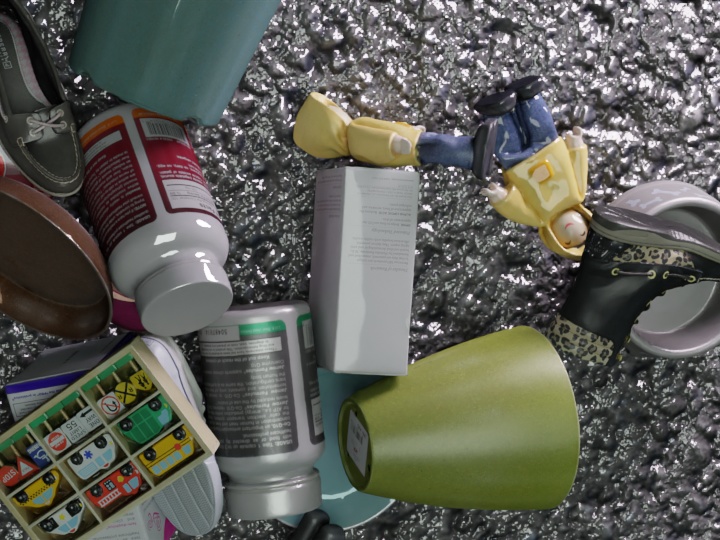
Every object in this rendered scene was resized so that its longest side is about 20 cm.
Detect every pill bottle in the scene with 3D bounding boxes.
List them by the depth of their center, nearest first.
[{"bbox_3d":[-0.187,-0.046,1.270,0.112,0.113,0.201,-16,61,-13],"label":"pill bottle"},{"bbox_3d":[-0.094,0.134,1.356,0.113,0.113,0.201,-6,92,-15],"label":"pill bottle"}]

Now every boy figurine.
[{"bbox_3d":[0.034,-0.133,1.374,0.199,0.124,0.065,11,104,13],"label":"boy figurine"},{"bbox_3d":[0.185,-0.094,1.440,0.124,0.064,0.201,-27,104,-13],"label":"boy figurine"}]

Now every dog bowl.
[{"bbox_3d":[0.340,0.004,1.513,0.199,0.059,0.201,-3,101,-15],"label":"dog bowl"}]

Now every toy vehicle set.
[{"bbox_3d":[-0.241,0.163,1.261,0.200,0.027,0.124,-35,98,16],"label":"toy vehicle set"}]

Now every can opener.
[{"bbox_3d":[-0.068,0.344,1.456,0.067,0.053,0.201,15,107,-51],"label":"can opener"}]

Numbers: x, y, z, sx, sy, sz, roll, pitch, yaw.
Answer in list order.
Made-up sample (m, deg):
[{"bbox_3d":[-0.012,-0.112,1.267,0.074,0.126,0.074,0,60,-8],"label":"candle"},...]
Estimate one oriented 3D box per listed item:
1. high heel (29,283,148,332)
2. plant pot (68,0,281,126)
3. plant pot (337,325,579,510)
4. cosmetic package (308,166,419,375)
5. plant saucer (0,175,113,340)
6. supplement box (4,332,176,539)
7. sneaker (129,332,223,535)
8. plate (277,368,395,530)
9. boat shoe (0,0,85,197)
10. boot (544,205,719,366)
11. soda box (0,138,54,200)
[{"bbox_3d":[-0.229,0.004,1.313,0.199,0.067,0.097,-1,110,7],"label":"high heel"},{"bbox_3d":[-0.163,-0.248,1.261,0.199,0.200,0.197,20,102,-19],"label":"plant pot"},{"bbox_3d":[0.085,0.158,1.388,0.199,0.187,0.188,-5,102,-21],"label":"plant pot"},{"bbox_3d":[0.000,0.000,1.373,0.081,0.113,0.201,2,93,-17],"label":"cosmetic package"},{"bbox_3d":[-0.300,-0.017,1.240,0.200,0.200,0.035,44,52,-18],"label":"plant saucer"},{"bbox_3d":[-0.251,0.176,1.334,0.103,0.101,0.201,-11,103,12],"label":"supplement box"},{"bbox_3d":[-0.168,0.150,1.319,0.073,0.071,0.201,-8,105,21],"label":"sneaker"},{"bbox_3d":[-0.031,0.175,1.454,0.199,0.026,0.201,-3,100,-16],"label":"plate"},{"bbox_3d":[-0.300,-0.162,1.248,0.067,0.057,0.201,-19,73,-26],"label":"boat shoe"},{"bbox_3d":[0.293,0.024,1.441,0.203,0.073,0.154,13,109,-31],"label":"boot"},{"bbox_3d":[-0.381,-0.100,1.277,0.199,0.070,0.064,6,98,-17],"label":"soda box"}]
